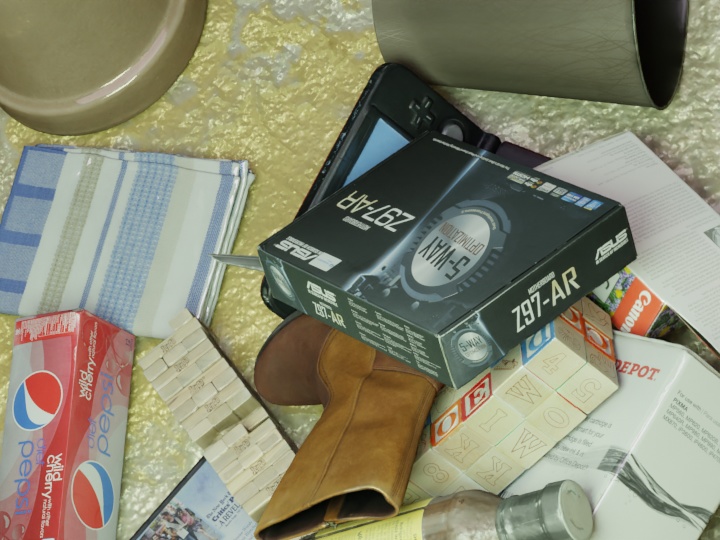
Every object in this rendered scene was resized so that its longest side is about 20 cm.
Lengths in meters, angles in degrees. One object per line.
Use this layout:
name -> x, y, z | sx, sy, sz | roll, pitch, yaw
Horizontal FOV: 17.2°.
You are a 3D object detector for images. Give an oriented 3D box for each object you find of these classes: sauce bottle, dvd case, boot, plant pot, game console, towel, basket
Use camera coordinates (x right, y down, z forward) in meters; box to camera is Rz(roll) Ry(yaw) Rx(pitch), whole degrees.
sauce bottle -> 0.049, 0.172, 1.471 | 0.200, 0.065, 0.065 | -19, 61, 33
dvd case -> -0.060, 0.208, 1.650 | 0.200, 0.018, 0.143 | 39, 85, 28
boot -> -0.022, 0.107, 1.542 | 0.188, 0.068, 0.200 | -12, 36, 33
plant pot -> -0.238, -0.229, 1.819 | 0.200, 0.175, 0.200 | -8, 64, 16
game console -> 0.058, -0.019, 1.655 | 0.119, 0.172, 0.200 | 11, 69, 52
towel -> -0.185, -0.023, 1.795 | 0.200, 0.024, 0.147 | 7, 72, 25
basket -> 0.120, -0.198, 1.701 | 0.200, 0.136, 0.180 | -1, 72, 23

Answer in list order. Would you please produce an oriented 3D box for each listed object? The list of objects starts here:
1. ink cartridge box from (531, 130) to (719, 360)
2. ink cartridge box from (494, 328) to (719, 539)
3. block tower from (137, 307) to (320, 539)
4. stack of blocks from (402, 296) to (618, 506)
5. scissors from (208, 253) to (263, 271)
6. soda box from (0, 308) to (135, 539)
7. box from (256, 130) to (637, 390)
ink cartridge box -> 0.204, -0.001, 1.592 | 0.109, 0.050, 0.200 | -23, 60, -40
ink cartridge box -> 0.150, 0.144, 1.528 | 0.200, 0.084, 0.144 | -58, 24, -9
block tower -> -0.081, 0.120, 1.654 | 0.058, 0.054, 0.200 | -38, 60, 0
stack of blocks -> 0.076, 0.091, 1.560 | 0.200, 0.059, 0.115 | -44, 22, 24
scissors -> 0.000, 0.000, 1.628 | 0.200, 0.014, 0.073 | 23, 81, -5
soda box -> -0.213, 0.132, 1.704 | 0.063, 0.070, 0.200 | -10, 65, 31
box -> 0.053, -0.012, 1.538 | 0.160, 0.044, 0.200 | -34, 35, -23
